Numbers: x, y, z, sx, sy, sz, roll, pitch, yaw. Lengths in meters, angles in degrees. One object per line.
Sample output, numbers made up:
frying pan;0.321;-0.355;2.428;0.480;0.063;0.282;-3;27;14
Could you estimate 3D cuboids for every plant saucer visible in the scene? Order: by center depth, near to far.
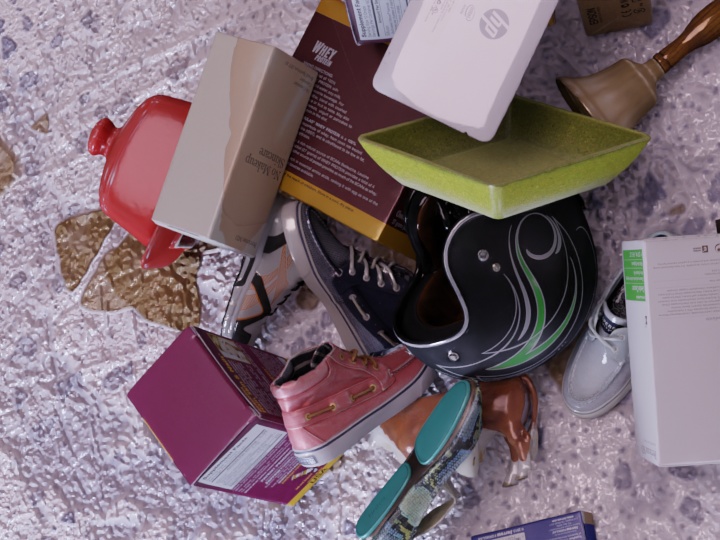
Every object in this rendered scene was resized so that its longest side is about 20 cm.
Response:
plant saucer;0.132;-0.102;1.599;0.199;0.199;0.048;24;124;48

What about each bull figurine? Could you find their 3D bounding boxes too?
bull figurine;0.088;0.166;1.706;0.199;0.065;0.122;-22;75;29

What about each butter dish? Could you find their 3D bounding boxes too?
butter dish;-0.223;-0.115;1.853;0.147;0.199;0.201;27;92;3

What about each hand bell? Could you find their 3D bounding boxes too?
hand bell;0.299;-0.206;1.684;0.199;0.104;0.104;-37;62;1

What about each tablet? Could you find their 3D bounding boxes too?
tablet;0.105;-0.232;1.577;0.129;0.014;0.201;27;96;18

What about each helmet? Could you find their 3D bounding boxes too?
helmet;0.127;0.009;1.649;0.199;0.200;0.192;9;114;30

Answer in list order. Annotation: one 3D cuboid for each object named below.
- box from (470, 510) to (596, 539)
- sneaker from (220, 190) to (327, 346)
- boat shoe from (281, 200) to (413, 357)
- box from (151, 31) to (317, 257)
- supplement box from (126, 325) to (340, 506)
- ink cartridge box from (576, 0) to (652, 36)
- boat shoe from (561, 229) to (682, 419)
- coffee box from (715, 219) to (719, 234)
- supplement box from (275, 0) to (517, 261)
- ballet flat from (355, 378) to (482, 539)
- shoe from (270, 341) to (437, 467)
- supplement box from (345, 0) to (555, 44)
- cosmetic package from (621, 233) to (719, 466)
box;0.178;0.339;1.632;0.120;0.032;0.202;-17;69;25
sneaker;-0.093;0.012;1.816;0.079;0.074;0.201;18;121;-2
boat shoe;0.000;0.000;1.737;0.092;0.201;0.075;-18;37;18
box;-0.125;-0.124;1.724;0.077;0.095;0.202;17;89;30
supplement box;-0.118;0.151;1.744;0.103;0.200;0.131;-46;60;11
ink cartridge box;0.229;-0.343;1.669;0.074;0.200;0.166;-12;71;10
boat shoe;0.246;0.047;1.643;0.070;0.071;0.202;34;95;31
coffee box;0.395;0.046;1.557;0.112;0.080;0.202;-13;72;25
supplement box;0.020;-0.143;1.779;0.196;0.133;0.201;29;93;31
ballet flat;0.073;0.191;1.647;0.074;0.074;0.201;48;114;29
shoe;-0.004;0.103;1.694;0.071;0.200;0.092;-4;114;47
supplement box;0.086;-0.307;1.681;0.198;0.104;0.132;-4;52;8
cosmetic package;0.291;0.070;1.556;0.084;0.108;0.202;-3;89;-3
